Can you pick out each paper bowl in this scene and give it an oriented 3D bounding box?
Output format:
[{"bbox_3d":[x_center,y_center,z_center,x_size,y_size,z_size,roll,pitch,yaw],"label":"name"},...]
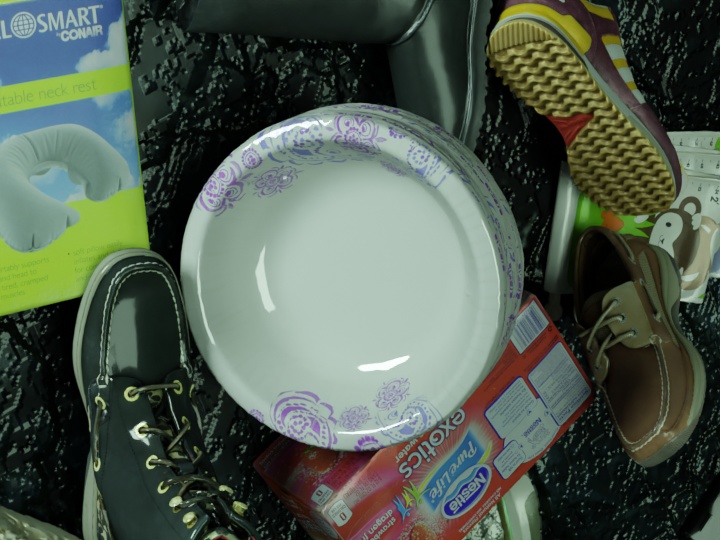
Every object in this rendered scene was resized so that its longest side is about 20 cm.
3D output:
[{"bbox_3d":[0.000,0.000,1.164,0.104,0.199,0.203,-34,129,-70],"label":"paper bowl"}]

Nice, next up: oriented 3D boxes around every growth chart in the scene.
[{"bbox_3d":[0.214,-0.036,1.366,0.198,0.018,0.146,-9,106,-26],"label":"growth chart"}]

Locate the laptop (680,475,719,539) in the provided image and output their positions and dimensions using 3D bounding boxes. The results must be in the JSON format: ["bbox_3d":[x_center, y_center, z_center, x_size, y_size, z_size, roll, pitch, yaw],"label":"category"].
[{"bbox_3d":[0.365,0.190,1.518,0.199,0.116,0.188,37,82,-3],"label":"laptop"}]

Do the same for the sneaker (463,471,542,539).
[{"bbox_3d":[0.077,0.226,1.331,0.088,0.077,0.202,-9,102,-15],"label":"sneaker"}]

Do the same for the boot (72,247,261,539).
[{"bbox_3d":[-0.104,0.102,1.095,0.073,0.154,0.205,-6,109,-28],"label":"boot"}]

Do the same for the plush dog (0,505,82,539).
[{"bbox_3d":[-0.242,0.213,1.074,0.160,0.200,0.173,27,86,-14],"label":"plush dog"}]

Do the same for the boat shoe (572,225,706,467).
[{"bbox_3d":[0.171,0.046,1.259,0.072,0.201,0.076,32,119,-24],"label":"boat shoe"}]

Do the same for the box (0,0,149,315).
[{"bbox_3d":[-0.189,-0.082,1.101,0.121,0.048,0.202,-14,110,-27],"label":"box"}]

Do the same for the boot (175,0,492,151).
[{"bbox_3d":[-0.017,-0.144,1.173,0.199,0.065,0.166,5,92,-34],"label":"boot"}]

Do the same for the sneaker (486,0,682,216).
[{"bbox_3d":[0.158,-0.122,1.272,0.200,0.074,0.091,50,43,-36],"label":"sneaker"}]

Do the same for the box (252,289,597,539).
[{"bbox_3d":[0.043,0.103,1.254,0.200,0.095,0.100,-45,122,-14],"label":"box"}]
